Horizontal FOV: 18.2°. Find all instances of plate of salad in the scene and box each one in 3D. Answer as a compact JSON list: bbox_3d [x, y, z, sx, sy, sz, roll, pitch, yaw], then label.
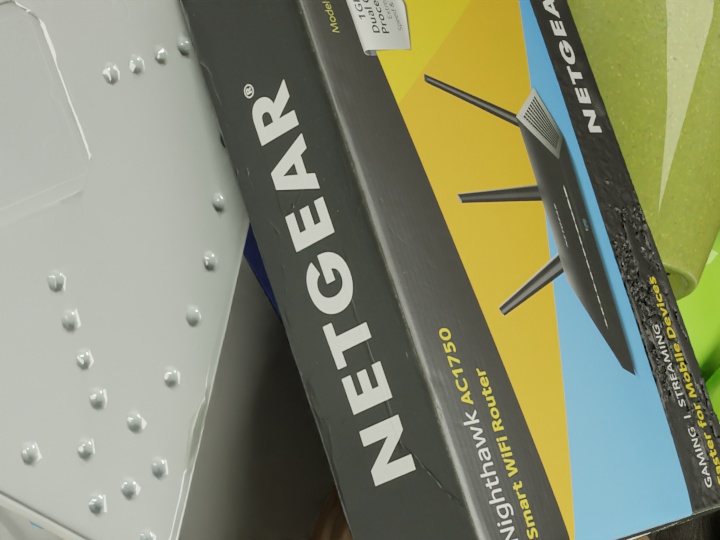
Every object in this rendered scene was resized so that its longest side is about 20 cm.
[{"bbox_3d":[-0.064,0.049,0.764,0.199,0.048,0.201,24,43,-24],"label":"plate of salad"}]

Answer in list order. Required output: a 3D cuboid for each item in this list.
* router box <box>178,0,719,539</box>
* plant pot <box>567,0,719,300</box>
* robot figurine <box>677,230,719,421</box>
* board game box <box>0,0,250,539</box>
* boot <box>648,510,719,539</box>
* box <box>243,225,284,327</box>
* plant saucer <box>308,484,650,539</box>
[{"bbox_3d":[0.035,-0.005,0.712,0.149,0.051,0.202,-7,75,-52],"label":"router box"},{"bbox_3d":[0.093,-0.091,0.937,0.187,0.186,0.202,25,64,-54],"label":"plant pot"},{"bbox_3d":[0.132,0.036,1.059,0.176,0.115,0.202,-125,-158,-67],"label":"robot figurine"},{"bbox_3d":[-0.110,-0.041,0.632,0.200,0.026,0.202,35,55,-39],"label":"board game box"},{"bbox_3d":[0.132,0.166,0.935,0.069,0.173,0.202,29,69,-54],"label":"boot"},{"bbox_3d":[0.000,0.000,0.802,0.200,0.032,0.121,36,17,-48],"label":"box"},{"bbox_3d":[0.058,0.141,0.717,0.199,0.029,0.202,27,49,-37],"label":"plant saucer"}]
